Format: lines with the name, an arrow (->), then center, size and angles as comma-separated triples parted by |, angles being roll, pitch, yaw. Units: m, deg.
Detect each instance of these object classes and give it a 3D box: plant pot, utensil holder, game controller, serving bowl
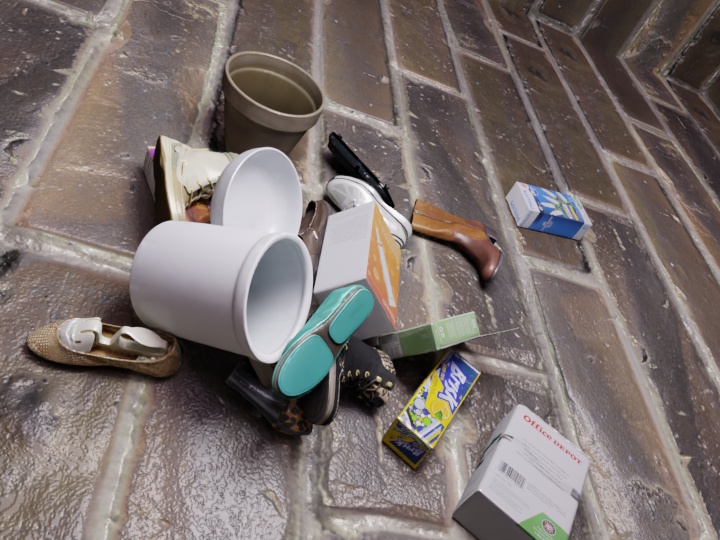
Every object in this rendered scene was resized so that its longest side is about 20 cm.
plant pot -> -0.189, -0.293, 1.257 | 0.196, 0.175, 0.202 | 18, 41, -16
utensil holder -> -0.189, 0.022, 0.889 | 0.196, 0.173, 0.170 | 9, 32, 26
game controller -> 0.002, -0.209, 1.362 | 0.201, 0.042, 0.104 | 51, 7, 23
serving bowl -> -0.177, -0.097, 1.045 | 0.065, 0.204, 0.200 | 9, 30, 30

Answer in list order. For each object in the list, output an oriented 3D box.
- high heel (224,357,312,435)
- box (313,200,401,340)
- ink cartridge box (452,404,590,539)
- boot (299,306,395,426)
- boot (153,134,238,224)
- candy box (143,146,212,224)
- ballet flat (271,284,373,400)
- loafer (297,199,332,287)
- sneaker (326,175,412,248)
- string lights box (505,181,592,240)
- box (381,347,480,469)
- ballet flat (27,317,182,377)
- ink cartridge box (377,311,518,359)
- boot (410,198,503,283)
high heel -> -0.102, 0.146, 0.960 | 0.142, 0.071, 0.201 | 41, 36, -7
box -> 0.000, 0.000, 1.094 | 0.202, 0.096, 0.125 | -82, 150, -48
ink cartridge box -> 0.246, 0.324, 0.969 | 0.145, 0.085, 0.200 | 38, 40, 8
boot -> -0.016, 0.160, 0.949 | 0.150, 0.073, 0.202 | 35, 26, -29
boot -> -0.254, -0.133, 1.051 | 0.152, 0.073, 0.203 | 8, 45, -29
candy box -> -0.293, -0.128, 1.116 | 0.115, 0.057, 0.202 | -4, 53, -34
ballet flat -> -0.059, 0.096, 0.870 | 0.200, 0.070, 0.068 | -47, 114, -31
loafer -> -0.097, -0.061, 1.156 | 0.070, 0.074, 0.202 | 19, 41, -15
sneaker -> 0.004, -0.103, 1.260 | 0.199, 0.076, 0.116 | 35, 38, 1
string lights box -> 0.468, -0.147, 1.609 | 0.196, 0.059, 0.104 | 10, 45, -24
box -> 0.116, 0.211, 1.019 | 0.070, 0.065, 0.200 | 38, 41, 9
ballet flat -> -0.334, 0.092, 0.858 | 0.196, 0.066, 0.071 | 11, 44, -22
ink cartridge box -> 0.148, 0.105, 1.085 | 0.197, 0.145, 0.049 | -10, 82, -37
boot -> 0.198, -0.069, 1.354 | 0.196, 0.069, 0.190 | 21, 41, -10
